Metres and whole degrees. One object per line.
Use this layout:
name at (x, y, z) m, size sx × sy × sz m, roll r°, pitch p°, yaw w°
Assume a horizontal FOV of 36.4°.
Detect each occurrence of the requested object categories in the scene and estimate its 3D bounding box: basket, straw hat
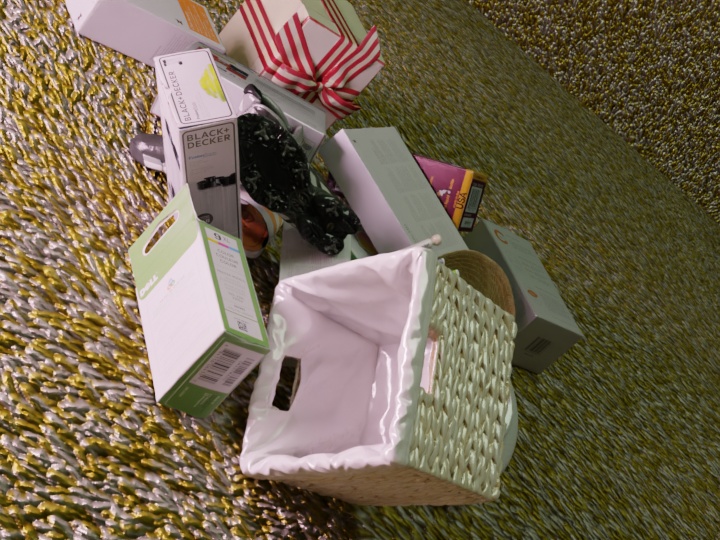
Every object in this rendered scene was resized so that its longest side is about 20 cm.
basket at (0.019, 0.110, 1.016) m, size 0.160 × 0.198 × 0.200 m, roll 32°, pitch 58°, yaw -40°
straw hat at (0.091, 0.066, 1.354) m, size 0.200 × 0.203 × 0.085 m, roll 29°, pitch -5°, yaw -33°

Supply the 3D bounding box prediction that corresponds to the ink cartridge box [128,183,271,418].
ink cartridge box at (-0.156, 0.026, 1.039) m, size 0.059 × 0.104 × 0.201 m, roll 24°, pitch 31°, yaw -39°

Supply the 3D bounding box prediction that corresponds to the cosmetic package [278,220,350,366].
cosmetic package at (-0.051, 0.023, 1.219) m, size 0.081 × 0.051 × 0.201 m, roll 2°, pitch 40°, yaw -1°

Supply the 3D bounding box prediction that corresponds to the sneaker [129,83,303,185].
sneaker at (-0.158, -0.163, 1.250) m, size 0.197 × 0.117 × 0.075 m, roll 9°, pitch 27°, yaw -13°

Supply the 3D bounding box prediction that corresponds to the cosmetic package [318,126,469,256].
cosmetic package at (0.045, -0.086, 1.392) m, size 0.201 × 0.051 × 0.150 m, roll 59°, pitch 25°, yaw 8°

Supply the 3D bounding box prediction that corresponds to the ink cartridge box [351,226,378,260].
ink cartridge box at (0.000, 0.000, 1.369) m, size 0.104 × 0.059 × 0.199 m, roll 54°, pitch 25°, yaw 18°

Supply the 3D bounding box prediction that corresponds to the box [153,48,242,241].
box at (-0.166, -0.112, 1.135) m, size 0.059 × 0.201 × 0.117 m, roll -13°, pitch 49°, yaw -14°

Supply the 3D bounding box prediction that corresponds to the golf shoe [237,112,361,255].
golf shoe at (-0.085, -0.099, 1.199) m, size 0.200 × 0.078 × 0.095 m, roll 51°, pitch -2°, yaw -35°

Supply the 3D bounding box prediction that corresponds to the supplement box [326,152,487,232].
supplement box at (0.064, -0.120, 1.524) m, size 0.198 × 0.087 × 0.110 m, roll 18°, pitch 6°, yaw 16°

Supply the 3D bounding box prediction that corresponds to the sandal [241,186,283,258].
sandal at (-0.119, -0.089, 1.324) m, size 0.079 × 0.059 × 0.207 m, roll 39°, pitch 29°, yaw -8°

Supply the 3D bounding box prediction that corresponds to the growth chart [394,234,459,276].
growth chart at (0.071, 0.059, 1.278) m, size 0.018 × 0.144 × 0.202 m, roll 18°, pitch -50°, yaw 54°

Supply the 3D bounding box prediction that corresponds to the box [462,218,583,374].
box at (0.227, 0.039, 1.654) m, size 0.124 × 0.097 × 0.201 m, roll 22°, pitch 34°, yaw -42°

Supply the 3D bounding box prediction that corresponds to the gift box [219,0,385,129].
gift box at (-0.084, -0.333, 1.619) m, size 0.183 × 0.200 × 0.188 m, roll 17°, pitch 37°, yaw -39°

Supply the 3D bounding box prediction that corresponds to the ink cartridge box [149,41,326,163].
ink cartridge box at (-0.145, -0.199, 1.374) m, size 0.198 × 0.084 × 0.176 m, roll 28°, pitch 15°, yaw -9°

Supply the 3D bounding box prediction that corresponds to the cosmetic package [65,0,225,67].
cosmetic package at (-0.283, -0.330, 1.436) m, size 0.199 × 0.071 × 0.102 m, roll 18°, pitch 36°, yaw -46°

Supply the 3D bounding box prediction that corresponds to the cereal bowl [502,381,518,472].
cereal bowl at (0.110, 0.148, 1.213) m, size 0.199 × 0.083 × 0.203 m, roll 21°, pitch 60°, yaw -40°
